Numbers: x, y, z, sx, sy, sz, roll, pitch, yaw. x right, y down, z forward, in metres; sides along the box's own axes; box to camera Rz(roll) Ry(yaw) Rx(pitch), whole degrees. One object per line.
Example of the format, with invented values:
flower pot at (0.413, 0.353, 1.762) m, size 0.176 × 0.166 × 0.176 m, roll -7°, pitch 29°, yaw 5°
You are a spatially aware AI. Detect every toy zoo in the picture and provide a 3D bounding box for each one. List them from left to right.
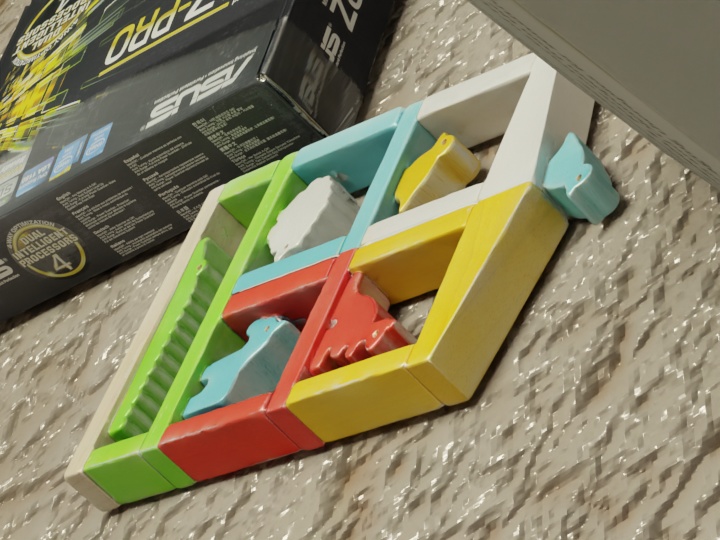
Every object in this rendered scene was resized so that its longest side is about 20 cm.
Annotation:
toy zoo at (0.000, 0.000, 0.888) m, size 0.200 × 0.020 × 0.131 m, roll -20°, pitch 35°, yaw 44°

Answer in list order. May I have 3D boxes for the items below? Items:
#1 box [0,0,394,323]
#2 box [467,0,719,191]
box at (-0.071, -0.075, 1.081) m, size 0.200 × 0.049 × 0.161 m, roll -25°, pitch 35°, yaw 38°
box at (0.099, -0.137, 0.707) m, size 0.199 × 0.200 × 0.171 m, roll -53°, pitch 22°, yaw 5°
